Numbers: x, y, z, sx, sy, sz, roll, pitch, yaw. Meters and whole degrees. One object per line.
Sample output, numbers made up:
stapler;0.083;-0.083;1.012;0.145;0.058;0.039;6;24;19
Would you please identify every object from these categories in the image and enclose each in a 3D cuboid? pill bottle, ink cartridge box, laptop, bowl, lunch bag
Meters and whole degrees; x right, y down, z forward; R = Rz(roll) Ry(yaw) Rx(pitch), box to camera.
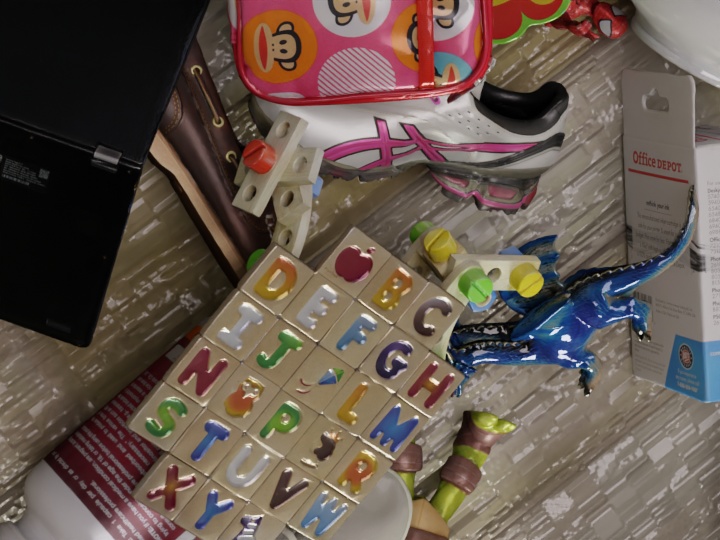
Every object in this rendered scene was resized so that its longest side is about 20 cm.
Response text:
pill bottle;-0.124;0.129;1.615;0.200;0.113;0.113;-41;106;-9
ink cartridge box;0.217;-0.027;1.702;0.068;0.116;0.200;-6;99;-17
laptop;-0.209;-0.091;1.587;0.187;0.116;0.200;20;119;1
bowl;0.228;-0.167;1.665;0.201;0.201;0.090;21;110;-19
lunch bag;0.010;-0.195;1.547;0.176;0.082;0.200;-3;105;0

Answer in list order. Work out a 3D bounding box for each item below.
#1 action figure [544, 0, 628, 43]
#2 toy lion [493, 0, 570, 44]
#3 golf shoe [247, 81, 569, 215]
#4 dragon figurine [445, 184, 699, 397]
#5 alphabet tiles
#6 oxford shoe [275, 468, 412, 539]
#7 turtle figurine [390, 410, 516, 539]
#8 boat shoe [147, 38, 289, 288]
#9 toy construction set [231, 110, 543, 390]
action figure;0.100;-0.207;1.657;0.200;0.099;0.065;40;85;-20
toy lion;0.036;-0.221;1.603;0.192;0.069;0.200;-24;102;16
golf shoe;0.030;-0.099;1.643;0.200;0.073;0.092;9;126;-25
dragon figurine;0.121;0.019;1.660;0.099;0.059;0.200;18;134;-30
alphabet tiles;-0.035;0.074;1.558;0.166;0.006;0.200;36;96;-36
oxford shoe;-0.048;0.187;1.625;0.200;0.058;0.075;-36;81;-14
turtle figurine;0.043;0.163;1.694;0.200;0.064;0.161;17;82;3
boat shoe;-0.076;-0.050;1.631;0.070;0.070;0.200;-33;105;-7
toy construction set;0.000;0.000;1.591;0.200;0.092;0.131;34;101;-28
